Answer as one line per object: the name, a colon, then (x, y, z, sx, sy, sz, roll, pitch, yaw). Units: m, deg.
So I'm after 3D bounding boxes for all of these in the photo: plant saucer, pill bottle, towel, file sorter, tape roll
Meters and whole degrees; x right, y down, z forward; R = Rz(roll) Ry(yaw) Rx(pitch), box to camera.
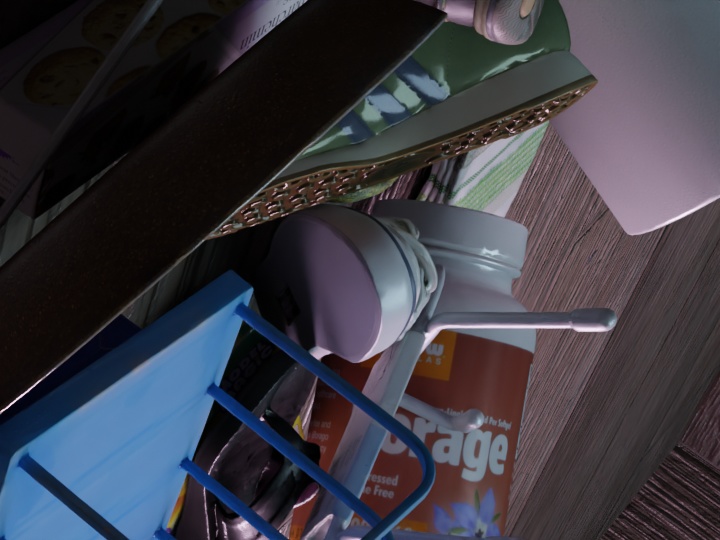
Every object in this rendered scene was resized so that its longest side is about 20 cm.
plant saucer: (-0.058, -0.025, 0.683, 0.200, 0.035, 0.200, -40, -174, 5)
pill bottle: (0.031, 0.069, 1.162, 0.112, 0.112, 0.201, 35, 64, -76)
towel: (0.072, -0.074, 1.264, 0.149, 0.031, 0.200, -42, 159, -51)
file sorter: (-0.074, 0.132, 0.856, 0.139, 0.123, 0.200, -35, 156, -45)
tape roll: (0.176, -0.129, 1.086, 0.202, 0.139, 0.203, -35, -175, 3)

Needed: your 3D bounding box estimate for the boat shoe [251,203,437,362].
boat shoe: (0.000, 0.000, 0.994, 0.065, 0.074, 0.200, -24, -177, -15)

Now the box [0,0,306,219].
box: (-0.061, -0.086, 0.755, 0.200, 0.041, 0.039, -41, 160, -43)

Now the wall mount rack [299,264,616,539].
wall mount rack: (0.035, 0.084, 1.000, 0.200, 0.074, 0.174, -67, -173, -27)

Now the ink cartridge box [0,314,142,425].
ink cartridge box: (-0.142, 0.111, 0.920, 0.094, 0.044, 0.200, -40, 159, -43)

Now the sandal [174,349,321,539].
sandal: (-0.049, 0.109, 1.031, 0.075, 0.048, 0.201, -42, 161, -42)

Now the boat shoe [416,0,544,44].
boat shoe: (0.053, -0.172, 0.872, 0.200, 0.073, 0.075, -72, 175, -46)

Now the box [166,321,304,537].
box: (-0.083, 0.090, 1.070, 0.117, 0.048, 0.200, -51, 168, -16)

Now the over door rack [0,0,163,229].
over door rack: (-0.111, -0.051, 0.577, 0.200, 0.067, 0.148, -39, 173, 19)

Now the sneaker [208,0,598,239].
sneaker: (-0.010, -0.080, 0.883, 0.200, 0.090, 0.067, -20, 172, -15)

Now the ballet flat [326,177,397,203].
ballet flat: (0.039, -0.108, 0.956, 0.200, 0.071, 0.071, -51, 166, -9)
